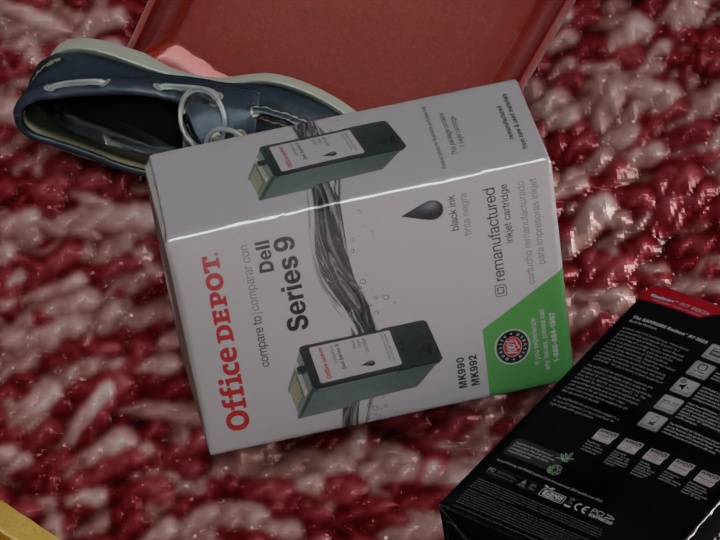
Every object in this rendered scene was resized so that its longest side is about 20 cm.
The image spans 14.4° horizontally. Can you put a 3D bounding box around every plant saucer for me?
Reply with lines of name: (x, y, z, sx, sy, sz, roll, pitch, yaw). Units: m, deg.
plant saucer: (-0.005, -0.135, 1.510, 0.199, 0.200, 0.037, 32, 38, 3)

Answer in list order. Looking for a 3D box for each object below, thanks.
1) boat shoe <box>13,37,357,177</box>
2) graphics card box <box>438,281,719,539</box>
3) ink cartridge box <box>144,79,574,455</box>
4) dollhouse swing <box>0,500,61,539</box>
boat shoe: (-0.087, -0.073, 1.521, 0.199, 0.075, 0.062, 18, 38, 10)
graphics card box: (0.147, 0.096, 1.443, 0.125, 0.051, 0.200, 20, 46, 32)
ink cartridge box: (0.000, 0.000, 1.472, 0.199, 0.146, 0.084, -12, 36, -4)
dollhouse swing: (-0.215, 0.230, 1.407, 0.200, 0.182, 0.176, 33, 56, 8)
